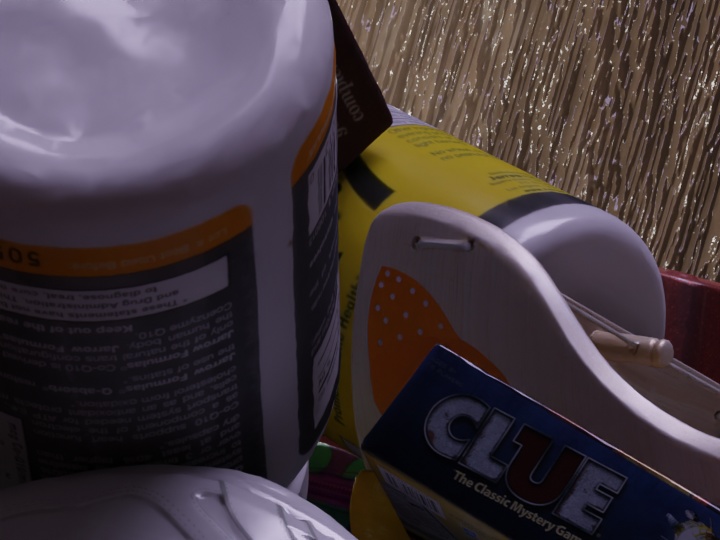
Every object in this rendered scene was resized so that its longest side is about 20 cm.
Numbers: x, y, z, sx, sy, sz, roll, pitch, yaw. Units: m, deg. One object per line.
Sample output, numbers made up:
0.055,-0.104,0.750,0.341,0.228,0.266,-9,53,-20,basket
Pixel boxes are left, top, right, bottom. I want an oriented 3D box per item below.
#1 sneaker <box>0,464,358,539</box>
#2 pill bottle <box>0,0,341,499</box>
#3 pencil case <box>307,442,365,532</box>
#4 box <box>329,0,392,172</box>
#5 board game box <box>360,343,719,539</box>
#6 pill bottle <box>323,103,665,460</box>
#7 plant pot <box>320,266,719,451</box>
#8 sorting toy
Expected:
-0.015,0.094,0.674,0.200,0.078,0.099,15,2,11,sneaker
-0.062,0.001,0.758,0.116,0.117,0.200,16,-36,12,pill bottle
-0.029,0.093,1.072,0.200,0.085,0.092,16,-46,-23,pencil case
-0.131,-0.089,0.994,0.200,0.164,0.166,35,-19,43,box
0.100,0.105,0.735,0.200,0.035,0.136,31,-17,25,board game box
0.000,0.000,1.047,0.200,0.115,0.114,28,7,42,pill bottle
0.092,0.080,1.225,0.200,0.177,0.200,15,3,37,plant pot
0.110,0.073,0.901,0.180,0.107,0.200,15,-9,41,sorting toy
